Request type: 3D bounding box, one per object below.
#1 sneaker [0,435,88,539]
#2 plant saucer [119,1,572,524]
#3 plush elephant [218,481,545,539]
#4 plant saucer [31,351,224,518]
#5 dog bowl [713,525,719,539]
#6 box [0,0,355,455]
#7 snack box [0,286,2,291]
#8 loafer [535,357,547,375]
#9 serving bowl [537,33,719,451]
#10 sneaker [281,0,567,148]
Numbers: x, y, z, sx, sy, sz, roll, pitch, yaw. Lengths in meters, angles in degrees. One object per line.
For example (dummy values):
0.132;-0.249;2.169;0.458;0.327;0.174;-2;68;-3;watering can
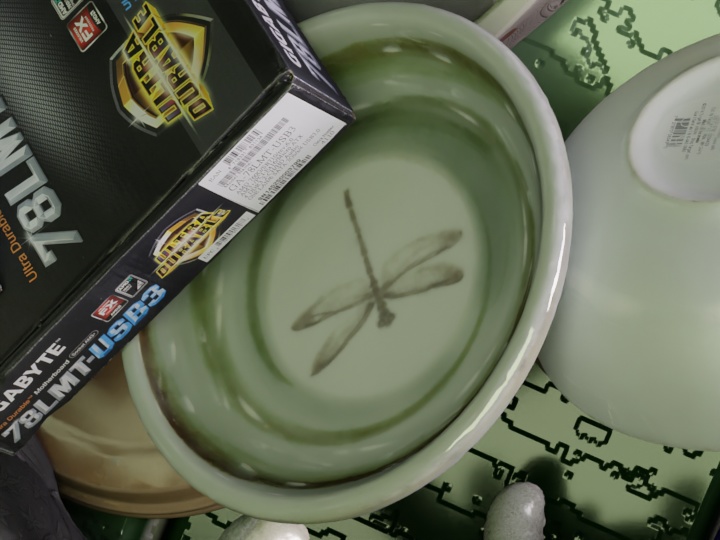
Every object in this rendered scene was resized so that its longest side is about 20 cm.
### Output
-0.141;0.126;0.938;0.060;0.104;0.200;-31;102;17;sneaker
0.000;0.000;0.868;0.200;0.050;0.200;-13;66;31;plant saucer
0.052;0.154;0.898;0.155;0.165;0.200;-32;65;-14;plush elephant
-0.092;0.007;0.978;0.200;0.029;0.200;1;94;11;plant saucer
0.220;0.150;0.860;0.200;0.079;0.200;5;111;14;dog bowl
-0.123;-0.065;0.919;0.198;0.050;0.200;-42;54;15;box
-0.263;0.005;0.893;0.200;0.068;0.169;-41;55;0;snack box
0.158;0.008;0.906;0.200;0.067;0.076;-6;122;26;loafer
0.146;-0.030;0.839;0.200;0.200;0.066;-19;127;13;serving bowl
0.027;-0.133;0.918;0.200;0.075;0.106;-42;85;13;sneaker
